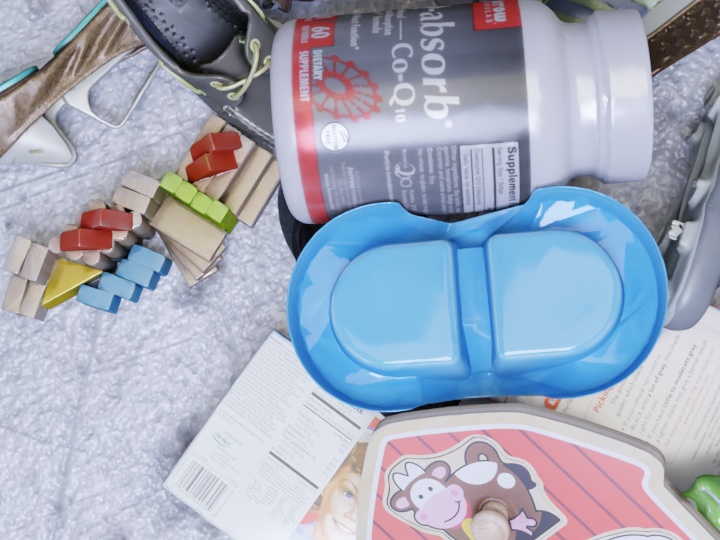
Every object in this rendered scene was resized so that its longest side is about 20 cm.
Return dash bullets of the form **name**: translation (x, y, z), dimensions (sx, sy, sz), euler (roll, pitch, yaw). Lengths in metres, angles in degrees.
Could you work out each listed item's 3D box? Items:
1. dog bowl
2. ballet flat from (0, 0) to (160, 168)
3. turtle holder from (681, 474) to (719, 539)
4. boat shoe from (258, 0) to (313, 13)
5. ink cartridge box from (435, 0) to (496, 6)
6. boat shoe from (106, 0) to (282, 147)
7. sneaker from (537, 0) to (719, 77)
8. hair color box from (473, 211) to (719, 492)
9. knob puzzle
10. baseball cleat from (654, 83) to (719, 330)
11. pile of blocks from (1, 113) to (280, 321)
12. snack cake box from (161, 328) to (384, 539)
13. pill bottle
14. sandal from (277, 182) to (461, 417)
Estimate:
- **dog bowl**: translation (0.062, 0.019, 0.665), dimensions (0.199, 0.050, 0.112), euler (-5, 77, 8)
- **ballet flat**: translation (-0.186, -0.113, 0.791), dimensions (0.200, 0.068, 0.072), euler (-40, 102, -7)
- **turtle holder**: translation (0.235, 0.183, 0.673), dimensions (0.131, 0.185, 0.142), euler (-21, 68, 16)
- **boat shoe**: translation (-0.049, -0.198, 0.763), dimensions (0.199, 0.072, 0.073), euler (3, 122, 37)
- **ink cartridge box**: translation (0.101, -0.273, 0.784), dimensions (0.200, 0.083, 0.147), euler (-40, 82, -3)
- **boat shoe**: translation (-0.087, -0.137, 0.749), dimensions (0.072, 0.060, 0.202), euler (-41, 111, 14)
- **sneaker**: translation (0.142, -0.156, 0.783), dimensions (0.199, 0.067, 0.090), euler (-30, 60, 8)
- **hair color box**: translation (0.139, 0.049, 0.751), dimensions (0.199, 0.064, 0.111), euler (28, 86, 4)
- **knob puzzle**: translation (0.079, 0.152, 0.635), dimensions (0.218, 0.030, 0.221), euler (8, 117, 16)
- **baseball cleat**: translation (0.232, -0.034, 0.724), dimensions (0.106, 0.070, 0.201), euler (25, 56, 0)
- **pile of blocks**: translation (-0.137, -0.023, 0.770), dimensions (0.199, 0.062, 0.082), euler (-34, 83, -2)
- **snack cake box**: translation (-0.004, 0.140, 0.742), dimensions (0.200, 0.067, 0.115), euler (36, 84, 6)
- **pill bottle**: translation (0.056, -0.090, 0.690), dimensions (0.199, 0.116, 0.117), euler (-4, 82, 5)
- **sandal**: translation (0.001, 0.000, 0.733), dimensions (0.075, 0.048, 0.201), euler (-40, 56, 14)
